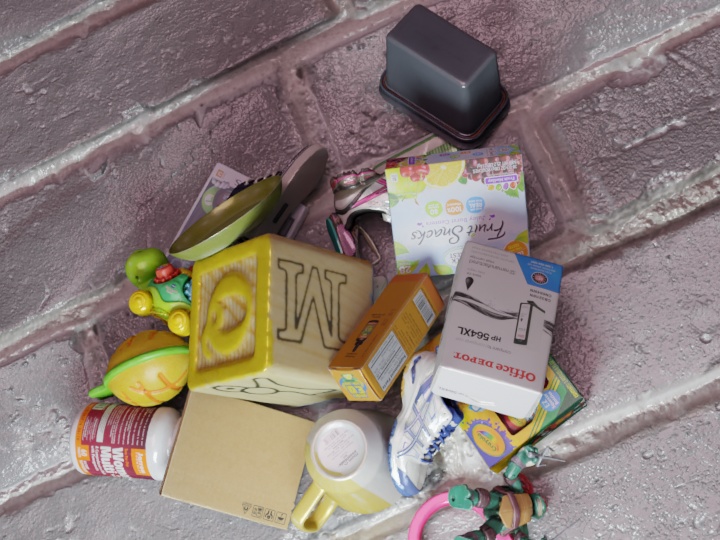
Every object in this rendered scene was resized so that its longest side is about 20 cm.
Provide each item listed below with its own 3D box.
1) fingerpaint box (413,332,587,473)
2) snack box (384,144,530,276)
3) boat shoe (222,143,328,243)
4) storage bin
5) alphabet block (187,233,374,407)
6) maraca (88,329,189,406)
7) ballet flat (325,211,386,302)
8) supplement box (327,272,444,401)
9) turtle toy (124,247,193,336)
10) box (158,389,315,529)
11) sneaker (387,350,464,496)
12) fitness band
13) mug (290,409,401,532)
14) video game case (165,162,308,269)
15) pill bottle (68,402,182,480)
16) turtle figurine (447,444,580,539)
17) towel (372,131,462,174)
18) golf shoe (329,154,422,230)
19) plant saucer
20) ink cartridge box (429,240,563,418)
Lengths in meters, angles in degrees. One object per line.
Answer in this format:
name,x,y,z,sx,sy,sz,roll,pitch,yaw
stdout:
fingerpaint box,0.196,0.156,1.656,0.166,0.073,0.201,-36,68,4
snack box,0.142,-0.084,1.687,0.197,0.068,0.171,-5,108,6
boat shoe,-0.141,-0.130,1.809,0.092,0.075,0.201,36,85,28
storage bin,0.131,-0.309,1.761,0.199,0.135,0.146,36,72,21
alphabet block,-0.113,0.079,1.663,0.194,0.198,0.200,-18,66,44
maraca,-0.328,0.155,1.748,0.199,0.136,0.108,-33,66,42
ballet flat,0.000,0.000,1.765,0.070,0.069,0.203,-10,71,-8
supplement box,0.039,0.091,1.622,0.066,0.069,0.200,-4,36,43
turtle toy,-0.285,0.036,1.784,0.198,0.146,0.102,25,86,21
box,-0.177,0.273,1.698,0.197,0.021,0.166,19,78,-16
sneaker,0.095,0.215,1.601,0.087,0.075,0.203,8,88,28
fitness band,0.150,0.406,1.620,0.143,0.037,0.201,-35,70,4
mug,-0.012,0.280,1.638,0.147,0.153,0.190,4,76,16
video game case,-0.204,-0.050,1.853,0.180,0.023,0.202,26,83,21
pill bottle,-0.330,0.259,1.756,0.197,0.110,0.111,2,75,16
turtle figurine,0.208,0.325,1.569,0.101,0.198,0.152,-39,63,48
towel,0.113,-0.108,1.782,0.151,0.023,0.202,-26,71,8
golf shoe,0.057,-0.119,1.753,0.197,0.073,0.094,-14,85,8
plant saucer,-0.192,-0.071,1.702,0.198,0.200,0.031,-32,106,5
ink cartridge box,0.186,0.080,1.575,0.144,0.085,0.202,14,60,0
